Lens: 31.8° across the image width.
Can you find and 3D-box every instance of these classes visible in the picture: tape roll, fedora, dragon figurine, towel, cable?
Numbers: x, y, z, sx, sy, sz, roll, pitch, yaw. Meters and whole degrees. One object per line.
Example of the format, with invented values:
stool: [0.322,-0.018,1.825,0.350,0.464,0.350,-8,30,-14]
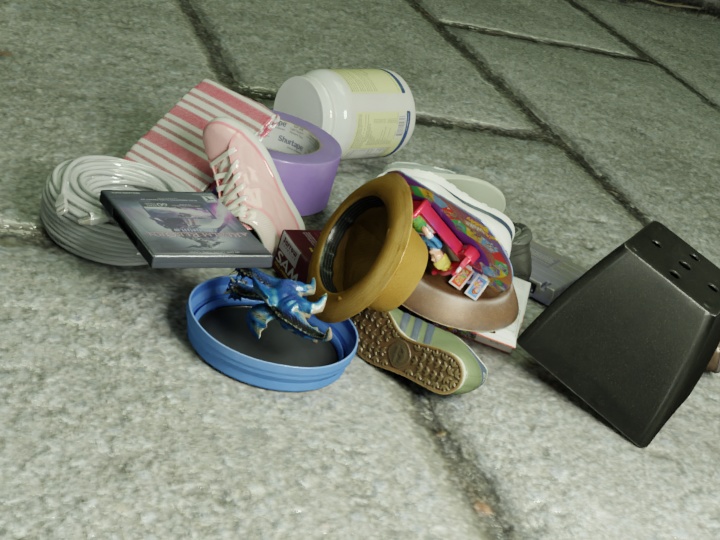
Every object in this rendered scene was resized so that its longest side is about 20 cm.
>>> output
tape roll: [-0.133,-0.161,1.842,0.199,0.085,0.200,13,26,-6]
fedora: [0.019,-0.014,1.447,0.082,0.201,0.201,31,17,-27]
dragon figurine: [-0.093,0.040,1.387,0.099,0.059,0.200,6,23,-18]
towel: [-0.225,-0.172,1.741,0.146,0.030,0.200,31,67,28]
cable: [-0.298,-0.076,1.579,0.199,0.070,0.200,6,26,-24]

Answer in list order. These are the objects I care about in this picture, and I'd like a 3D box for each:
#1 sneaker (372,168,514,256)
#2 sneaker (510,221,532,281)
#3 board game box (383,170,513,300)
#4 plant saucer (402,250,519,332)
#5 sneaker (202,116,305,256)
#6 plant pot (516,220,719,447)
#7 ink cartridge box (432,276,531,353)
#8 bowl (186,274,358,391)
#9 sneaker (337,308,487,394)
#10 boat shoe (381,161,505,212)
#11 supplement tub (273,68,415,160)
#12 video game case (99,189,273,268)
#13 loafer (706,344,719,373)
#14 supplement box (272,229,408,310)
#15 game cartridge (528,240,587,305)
sneaker: [0.098,-0.064,1.591,0.199,0.077,0.081,21,37,4]
sneaker: [0.148,-0.019,1.749,0.199,0.091,0.076,9,33,37]
board game box: [0.089,-0.034,1.497,0.199,0.158,0.039,33,70,23]
plant saucer: [0.111,0.005,1.586,0.199,0.035,0.201,16,30,-9]
sneaker: [-0.156,-0.101,1.634,0.201,0.075,0.105,58,39,-4]
plant pot: [0.346,0.060,1.539,0.200,0.178,0.199,41,31,14]
ink cartridge box: [0.154,0.055,1.623,0.108,0.051,0.200,20,26,4]
bowl: [-0.102,0.071,1.437,0.199,0.040,0.201,14,25,-7]
sneaker: [0.065,0.091,1.488,0.200,0.068,0.090,30,12,36]
boat shoe: [0.128,-0.132,1.965,0.199,0.070,0.072,12,29,-6]
supplement tub: [-0.026,-0.249,2.019,0.199,0.146,0.145,-8,35,-43]
video game case: [-0.203,-0.049,1.449,0.142,0.019,0.200,0,23,-29]
loafer: [0.440,0.081,1.746,0.070,0.074,0.200,-1,24,-13]
supplement box: [0.000,0.000,1.621,0.199,0.061,0.109,1,32,-33]
game cartridge: [0.221,-0.018,1.837,0.199,0.039,0.129,30,24,25]
